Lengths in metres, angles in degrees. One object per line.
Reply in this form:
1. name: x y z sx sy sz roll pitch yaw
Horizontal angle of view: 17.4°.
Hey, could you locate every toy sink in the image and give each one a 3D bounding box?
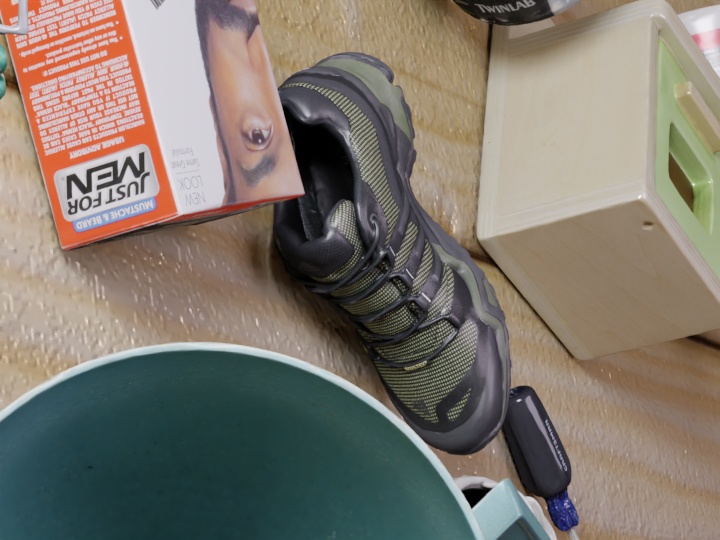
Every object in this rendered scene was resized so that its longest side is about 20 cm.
1. toy sink: 0.151 -0.073 1.358 0.130 0.112 0.201 48 37 -41

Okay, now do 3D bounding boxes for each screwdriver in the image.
1. screwdriver: 0.120 0.154 1.270 0.029 0.028 0.201 -119 -175 -81

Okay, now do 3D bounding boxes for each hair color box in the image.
1. hair color box: -0.096 -0.116 0.968 0.111 0.064 0.201 -15 91 -64

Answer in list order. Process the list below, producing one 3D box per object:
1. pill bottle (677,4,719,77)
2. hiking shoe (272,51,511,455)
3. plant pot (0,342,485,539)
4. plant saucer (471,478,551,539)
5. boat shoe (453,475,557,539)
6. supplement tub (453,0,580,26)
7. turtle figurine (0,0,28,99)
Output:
1. pill bottle: 0.246 -0.068 1.539 0.111 0.110 0.201 -3 79 -62
2. hiking shoe: 0.000 0.000 1.096 0.101 0.076 0.201 -21 86 -54
3. plant pot: -0.058 0.136 0.807 0.135 0.199 0.201 115 -33 -76
4. plant saucer: 0.074 0.161 1.102 0.019 0.070 0.200 42 -7 32
5. boat shoe: 0.058 0.130 1.127 0.200 0.065 0.072 20 59 -58
6. supplement tub: 0.055 -0.233 1.248 0.200 0.122 0.123 46 39 -45
7. turtle figurine: -0.185 -0.084 0.745 0.149 0.100 0.201 32 63 -34
